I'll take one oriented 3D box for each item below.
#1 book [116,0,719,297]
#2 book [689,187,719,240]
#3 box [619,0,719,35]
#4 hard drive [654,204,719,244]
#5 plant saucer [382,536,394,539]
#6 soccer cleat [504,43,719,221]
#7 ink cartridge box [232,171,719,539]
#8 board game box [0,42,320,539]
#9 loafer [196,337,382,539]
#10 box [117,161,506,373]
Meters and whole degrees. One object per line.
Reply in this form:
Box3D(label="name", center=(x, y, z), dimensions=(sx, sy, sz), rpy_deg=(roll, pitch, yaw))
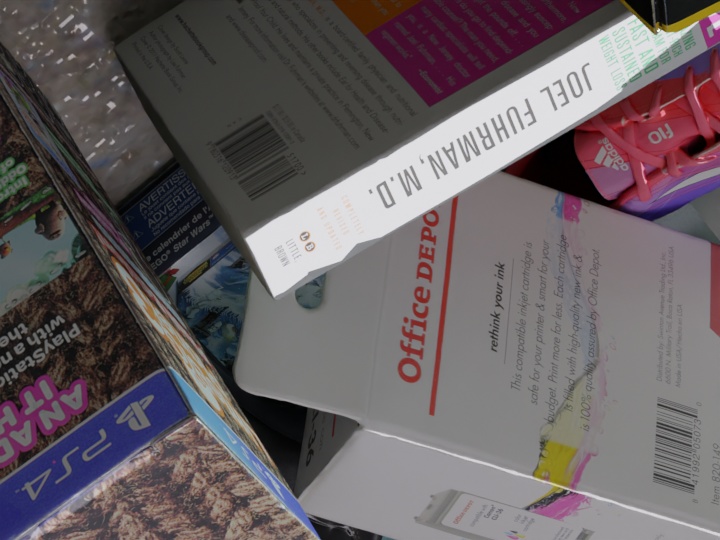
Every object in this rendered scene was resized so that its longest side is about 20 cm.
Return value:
Box3D(label="book", center=(0.033, -0.082, 0.695), dimensions=(0.199, 0.134, 0.048), rpy_deg=(-30, 125, -5))
Box3D(label="book", center=(0.162, -0.083, 0.777), dimensions=(0.048, 0.134, 0.200), rpy_deg=(-25, 158, -32))
Box3D(label="box", center=(0.128, -0.168, 0.662), dimensions=(0.199, 0.160, 0.049), rpy_deg=(-27, 137, -12))
Box3D(label="hard drive", center=(0.178, -0.034, 0.972), dimensions=(0.139, 0.033, 0.200), rpy_deg=(-40, 145, 7))
Box3D(label="plant saucer", center=(0.017, 0.122, 0.855), dimensions=(0.200, 0.200, 0.036), rpy_deg=(-56, 173, 27))
Box3D(label="soccer cleat", center=(0.114, -0.056, 0.761), dimensions=(0.073, 0.068, 0.200), rpy_deg=(-32, 179, -32))
Box3D(label="ink cartridge box", center=(0.048, 0.034, 0.759), dimensions=(0.199, 0.117, 0.068), rpy_deg=(18, 144, -14))
Box3D(label="board game box", center=(-0.133, 0.038, 0.654), dimensions=(0.159, 0.200, 0.097), rpy_deg=(-35, 145, 2))
Box3D(label="loafer", center=(-0.078, 0.057, 0.766), dimensions=(0.199, 0.073, 0.073), rpy_deg=(23, 144, -11))
Box3D(label="box", center=(0.000, 0.000, 0.859), dimensions=(0.137, 0.040, 0.200), rpy_deg=(-38, 145, 6))
